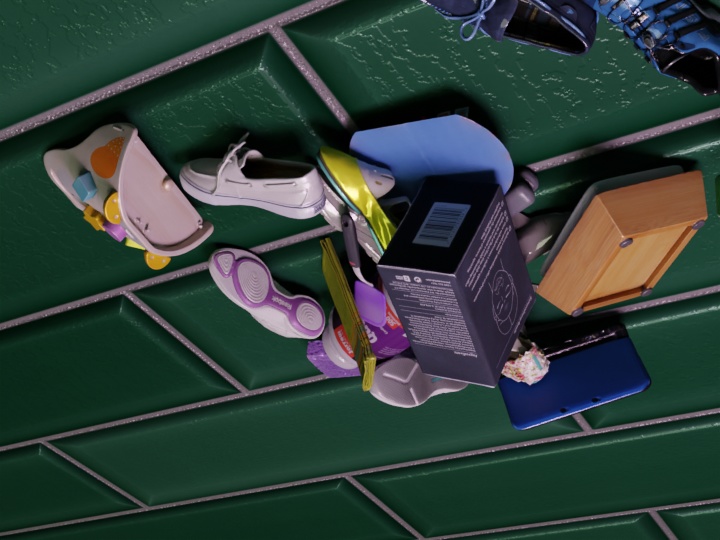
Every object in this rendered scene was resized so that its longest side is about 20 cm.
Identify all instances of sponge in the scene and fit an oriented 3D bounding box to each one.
[{"bbox_3d":[0.026,0.129,1.664,0.197,0.030,0.112,-7,155,18],"label":"sponge"}]

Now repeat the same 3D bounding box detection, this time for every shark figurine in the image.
[{"bbox_3d":[0.209,0.000,1.427,0.126,0.090,0.215,13,142,-7],"label":"shark figurine"}]

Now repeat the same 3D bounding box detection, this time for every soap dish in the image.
[{"bbox_3d":[0.319,-0.032,1.320,0.156,0.082,0.201,-13,150,-23],"label":"soap dish"}]

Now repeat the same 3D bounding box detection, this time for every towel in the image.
[{"bbox_3d":[-0.020,0.058,1.453,0.018,0.202,0.087,-13,147,-14],"label":"towel"}]

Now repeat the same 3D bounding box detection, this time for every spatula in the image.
[{"bbox_3d":[0.000,0.000,1.387,0.056,0.021,0.201,27,150,32],"label":"spatula"}]

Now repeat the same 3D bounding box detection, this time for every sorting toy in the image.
[{"bbox_3d":[-0.318,-0.094,1.378,0.178,0.107,0.201,16,154,35],"label":"sorting toy"}]

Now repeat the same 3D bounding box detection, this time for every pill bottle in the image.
[{"bbox_3d":[0.030,0.066,1.521,0.112,0.114,0.200,25,140,-25],"label":"pill bottle"}]

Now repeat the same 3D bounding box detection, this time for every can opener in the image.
[{"bbox_3d":[0.160,-0.053,1.382,0.067,0.054,0.199,39,134,-17],"label":"can opener"}]

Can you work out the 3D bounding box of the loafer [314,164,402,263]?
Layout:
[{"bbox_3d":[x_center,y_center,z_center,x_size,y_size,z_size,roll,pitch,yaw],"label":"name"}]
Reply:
[{"bbox_3d":[0.006,-0.074,1.380,0.070,0.070,0.199,-38,126,20],"label":"loafer"}]

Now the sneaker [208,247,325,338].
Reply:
[{"bbox_3d":[-0.148,0.042,1.551,0.199,0.075,0.099,39,152,-26],"label":"sneaker"}]

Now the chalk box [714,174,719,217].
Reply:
[{"bbox_3d":[0.481,-0.119,1.186,0.123,0.126,0.199,28,140,-27],"label":"chalk box"}]

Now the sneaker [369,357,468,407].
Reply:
[{"bbox_3d":[0.073,0.162,1.570,0.080,0.071,0.199,-16,170,43],"label":"sneaker"}]

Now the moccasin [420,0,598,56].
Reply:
[{"bbox_3d":[0.146,-0.267,1.079,0.197,0.069,0.081,11,144,-3],"label":"moccasin"}]

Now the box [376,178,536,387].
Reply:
[{"bbox_3d":[0.120,0.014,1.300,0.106,0.149,0.201,7,139,32],"label":"box"}]

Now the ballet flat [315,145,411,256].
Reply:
[{"bbox_3d":[0.022,-0.082,1.307,0.067,0.067,0.201,-29,118,11],"label":"ballet flat"}]

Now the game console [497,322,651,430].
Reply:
[{"bbox_3d":[0.301,0.165,1.543,0.198,0.120,0.171,-18,157,5],"label":"game console"}]

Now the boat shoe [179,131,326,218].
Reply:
[{"bbox_3d":[-0.138,-0.124,1.304,0.200,0.075,0.087,15,135,26],"label":"boat shoe"}]

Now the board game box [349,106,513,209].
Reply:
[{"bbox_3d":[0.088,-0.139,1.295,0.198,0.039,0.158,-6,144,29],"label":"board game box"}]

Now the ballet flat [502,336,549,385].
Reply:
[{"bbox_3d":[0.182,0.098,1.537,0.199,0.076,0.064,19,148,39],"label":"ballet flat"}]

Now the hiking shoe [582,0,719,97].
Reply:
[{"bbox_3d":[0.298,-0.245,1.071,0.198,0.088,0.074,22,142,-20],"label":"hiking shoe"}]
